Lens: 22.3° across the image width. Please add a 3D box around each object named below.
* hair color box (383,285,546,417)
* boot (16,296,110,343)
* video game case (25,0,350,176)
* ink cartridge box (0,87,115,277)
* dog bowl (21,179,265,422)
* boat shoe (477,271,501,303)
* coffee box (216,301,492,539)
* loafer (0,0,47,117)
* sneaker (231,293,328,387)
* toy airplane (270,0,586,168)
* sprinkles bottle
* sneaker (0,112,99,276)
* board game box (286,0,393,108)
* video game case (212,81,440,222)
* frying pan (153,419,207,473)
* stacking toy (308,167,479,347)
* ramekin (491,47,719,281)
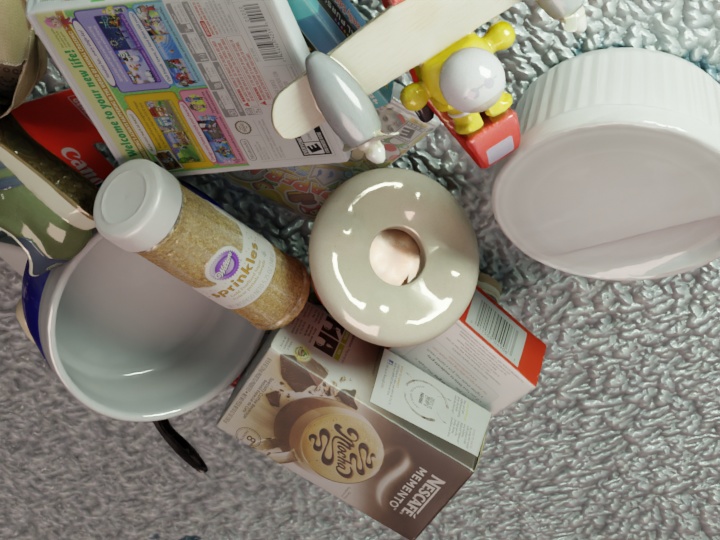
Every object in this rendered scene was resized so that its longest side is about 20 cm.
[{"bbox_3d":[0.053,0.097,1.605,0.111,0.064,0.200,41,126,-15],"label":"hair color box"},{"bbox_3d":[-0.231,0.056,1.689,0.107,0.075,0.200,-5,159,25],"label":"boot"},{"bbox_3d":[-0.120,-0.138,1.324,0.182,0.022,0.200,-4,146,16],"label":"video game case"},{"bbox_3d":[-0.260,-0.065,1.561,0.174,0.044,0.200,-11,142,27],"label":"ink cartridge box"},{"bbox_3d":[-0.181,0.022,1.543,0.200,0.079,0.200,-12,119,-24],"label":"dog bowl"},{"bbox_3d":[0.036,0.054,1.658,0.200,0.065,0.072,-15,140,30],"label":"boat shoe"},{"bbox_3d":[-0.004,0.127,1.554,0.200,0.080,0.113,31,128,-5],"label":"coffee box"},{"bbox_3d":[-0.273,-0.187,1.360,0.076,0.067,0.200,3,146,7],"label":"loafer"},{"bbox_3d":[-0.083,0.068,1.696,0.078,0.082,0.200,36,154,-28],"label":"sneaker"},{"bbox_3d":[0.055,-0.163,1.251,0.199,0.141,0.200,8,118,-27],"label":"toy airplane"},{"bbox_3d":[-0.122,-0.018,1.443,0.068,0.068,0.200,-16,149,30],"label":"sprinkles bottle"},{"bbox_3d":[-0.298,-0.077,1.445,0.200,0.067,0.090,41,112,2],"label":"sneaker"},{"bbox_3d":[-0.098,-0.160,1.349,0.200,0.047,0.151,-13,141,28],"label":"board game box"},{"bbox_3d":[-0.068,-0.122,1.458,0.200,0.023,0.182,25,142,-25],"label":"video game case"},{"bbox_3d":[-0.220,0.116,1.717,0.115,0.190,0.031,11,117,-37],"label":"frying pan"},{"bbox_3d":[0.000,0.000,1.546,0.146,0.146,0.200,19,166,-17],"label":"stacking toy"},{"bbox_3d":[0.201,-0.084,1.400,0.202,0.094,0.202,5,145,3],"label":"ramekin"}]
